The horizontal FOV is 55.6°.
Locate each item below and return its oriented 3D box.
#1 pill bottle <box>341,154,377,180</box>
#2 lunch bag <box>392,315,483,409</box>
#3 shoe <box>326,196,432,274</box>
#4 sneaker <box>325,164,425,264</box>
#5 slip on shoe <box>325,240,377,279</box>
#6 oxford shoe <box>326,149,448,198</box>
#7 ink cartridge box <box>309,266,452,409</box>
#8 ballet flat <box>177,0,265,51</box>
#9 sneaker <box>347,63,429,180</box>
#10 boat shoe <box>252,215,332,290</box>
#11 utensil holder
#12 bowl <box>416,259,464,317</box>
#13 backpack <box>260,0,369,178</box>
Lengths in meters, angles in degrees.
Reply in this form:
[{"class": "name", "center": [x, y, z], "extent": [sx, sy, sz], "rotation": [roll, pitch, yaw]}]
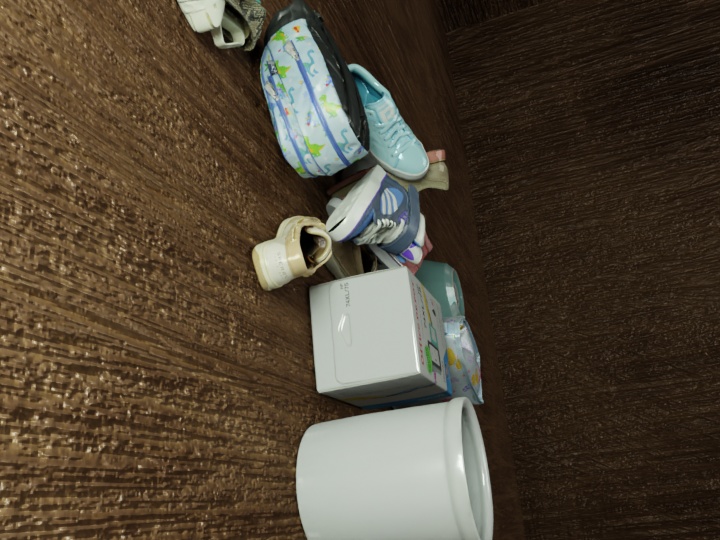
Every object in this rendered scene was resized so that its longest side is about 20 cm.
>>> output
[{"class": "pill bottle", "center": [0.029, -0.132, 1.179], "extent": [0.111, 0.109, 0.202], "rotation": [-61, 137, -66]}, {"class": "lunch bag", "center": [0.112, 0.148, 1.166], "extent": [0.201, 0.167, 0.128], "rotation": [57, 28, -50]}, {"class": "shoe", "center": [0.034, -0.068, 1.097], "extent": [0.200, 0.071, 0.091], "rotation": [46, 74, -27]}, {"class": "sneaker", "center": [0.039, -0.058, 0.976], "extent": [0.147, 0.080, 0.201], "rotation": [47, 30, -12]}, {"class": "slip on shoe", "center": [0.000, 0.000, 1.078], "extent": [0.201, 0.060, 0.077], "rotation": [58, 26, -51]}, {"class": "oxford shoe", "center": [0.046, -0.133, 1.081], "extent": [0.070, 0.197, 0.076], "rotation": [-85, 160, -82]}, {"class": "ink cartridge box", "center": [0.033, 0.104, 0.968], "extent": [0.200, 0.144, 0.149], "rotation": [41, 40, -64]}, {"class": "ballet flat", "center": [-0.157, -0.288, 0.751], "extent": [0.200, 0.067, 0.076], "rotation": [-2, 96, -76]}, {"class": "sneaker", "center": [0.031, -0.219, 1.010], "extent": [0.200, 0.074, 0.082], "rotation": [47, -9, -2]}, {"class": "boat shoe", "center": [-0.068, -0.027, 0.848], "extent": [0.200, 0.068, 0.075], "rotation": [-59, 134, -68]}, {"class": "utensil holder", "center": [0.044, 0.251, 0.812], "extent": [0.170, 0.197, 0.172], "rotation": [-12, 90, -74]}, {"class": "bowl", "center": [0.174, 0.061, 1.553], "extent": [0.201, 0.104, 0.204], "rotation": [-12, 90, -73]}, {"class": "backpack", "center": [-0.059, -0.223, 0.910], "extent": [0.201, 0.153, 0.163], "rotation": [54, 0, 21]}]
